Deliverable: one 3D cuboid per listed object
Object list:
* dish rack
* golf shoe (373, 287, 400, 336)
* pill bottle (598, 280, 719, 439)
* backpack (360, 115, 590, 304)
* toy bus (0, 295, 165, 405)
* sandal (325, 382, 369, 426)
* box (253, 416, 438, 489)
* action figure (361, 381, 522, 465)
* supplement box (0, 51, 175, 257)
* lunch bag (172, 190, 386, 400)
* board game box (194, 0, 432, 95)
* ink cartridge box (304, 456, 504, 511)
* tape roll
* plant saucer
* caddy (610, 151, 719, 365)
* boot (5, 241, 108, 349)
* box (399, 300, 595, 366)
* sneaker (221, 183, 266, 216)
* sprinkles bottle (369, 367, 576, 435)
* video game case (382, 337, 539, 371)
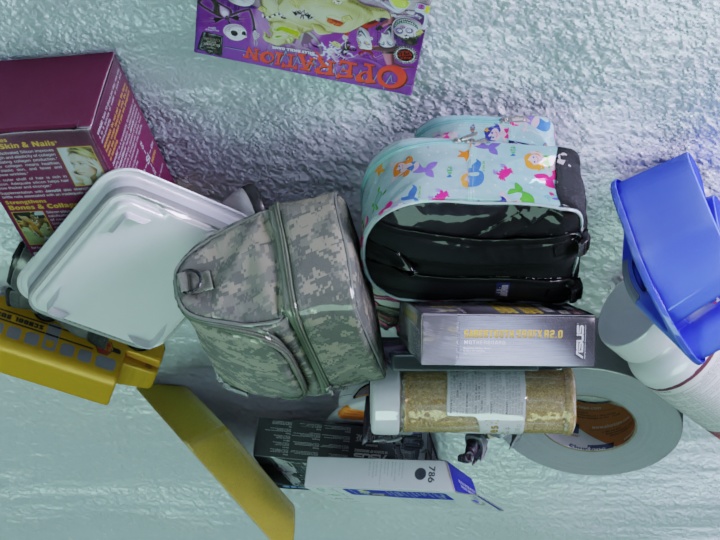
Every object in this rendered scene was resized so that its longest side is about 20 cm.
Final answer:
[{"bbox_3d":[-0.212,0.000,1.547,0.171,0.044,0.200,23,127,-31],"label":"dish rack"},{"bbox_3d":[0.000,0.000,1.645,0.200,0.073,0.092,16,126,-17],"label":"golf shoe"},{"bbox_3d":[0.337,0.086,1.630,0.200,0.110,0.110,35,135,-27],"label":"pill bottle"},{"bbox_3d":[0.097,-0.051,1.481,0.200,0.151,0.178,-4,146,-1],"label":"backpack"},{"bbox_3d":[-0.324,0.091,1.818,0.200,0.078,0.065,19,141,-9],"label":"toy bus"},{"bbox_3d":[0.008,0.142,1.822,0.079,0.059,0.207,12,164,-17],"label":"sandal"},{"bbox_3d":[-0.012,0.219,1.887,0.200,0.050,0.158,4,160,8],"label":"box"},{"bbox_3d":[0.104,0.149,1.695,0.200,0.069,0.130,8,131,-2],"label":"action figure"},{"bbox_3d":[-0.270,-0.099,1.554,0.131,0.103,0.200,-1,140,15],"label":"supplement box"},{"bbox_3d":[-0.074,0.036,1.511,0.167,0.140,0.200,-11,154,4],"label":"lunch bag"},{"bbox_3d":[-0.043,-0.219,1.415,0.200,0.032,0.120,11,145,0],"label":"board game box"},{"bbox_3d":[0.049,0.229,1.757,0.200,0.039,0.099,1,162,20],"label":"ink cartridge box"},{"bbox_3d":[0.246,0.139,1.751,0.200,0.066,0.200,7,142,6],"label":"tape roll"},{"bbox_3d":[-0.155,0.216,1.873,0.200,0.048,0.200,53,171,-28],"label":"plant saucer"},{"bbox_3d":[0.285,-0.009,1.467,0.105,0.200,0.141,-29,130,17],"label":"caddy"},{"bbox_3d":[-0.305,0.002,1.719,0.132,0.070,0.200,25,134,-7],"label":"boot"},{"bbox_3d":[0.123,0.055,1.535,0.158,0.048,0.200,1,-177,-4],"label":"box"},{"bbox_3d":[-0.162,-0.011,1.618,0.108,0.067,0.201,-12,157,-25],"label":"sneaker"},{"bbox_3d":[0.109,0.127,1.599,0.200,0.068,0.068,0,141,0],"label":"sprinkles bottle"},{"bbox_3d":[0.086,0.083,1.639,0.143,0.019,0.200,1,-177,-8],"label":"video game case"}]
